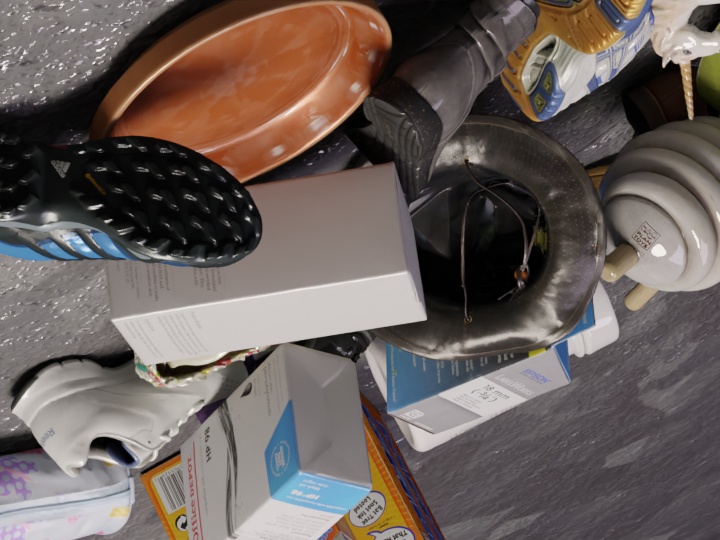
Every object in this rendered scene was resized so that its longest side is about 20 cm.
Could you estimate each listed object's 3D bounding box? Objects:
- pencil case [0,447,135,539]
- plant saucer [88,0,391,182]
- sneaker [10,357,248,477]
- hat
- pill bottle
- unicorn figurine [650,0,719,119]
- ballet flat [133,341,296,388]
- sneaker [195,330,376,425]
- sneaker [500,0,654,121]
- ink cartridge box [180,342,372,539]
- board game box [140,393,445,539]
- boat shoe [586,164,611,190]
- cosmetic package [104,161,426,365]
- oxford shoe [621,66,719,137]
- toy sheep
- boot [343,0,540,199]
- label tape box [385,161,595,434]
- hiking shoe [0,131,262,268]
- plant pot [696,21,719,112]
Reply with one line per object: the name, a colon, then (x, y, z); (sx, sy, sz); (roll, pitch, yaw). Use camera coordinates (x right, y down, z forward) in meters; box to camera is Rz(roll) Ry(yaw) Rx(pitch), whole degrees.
pencil case: (-0.273, 0.180, 1.703); (0.200, 0.083, 0.091); (-7, 173, -45)
plant saucer: (-0.076, -0.113, 1.354); (0.200, 0.032, 0.200); (-25, 158, -11)
sneaker: (-0.166, 0.108, 1.668); (0.200, 0.087, 0.075); (-14, 153, -36)
hat: (0.082, -0.032, 1.593); (0.201, 0.201, 0.081); (-36, -173, 19)
pill bottle: (0.112, 0.062, 1.870); (0.200, 0.114, 0.114); (-26, 159, -7)
unicorn figurine: (0.243, -0.205, 1.503); (0.137, 0.074, 0.200); (-25, 146, 18)
ballet flat: (-0.076, 0.035, 1.620); (0.200, 0.076, 0.064); (-30, -168, 1)
sneaker: (-0.037, 0.083, 1.767); (0.200, 0.088, 0.076); (-29, 159, 0)
sneaker: (0.161, -0.177, 1.464); (0.088, 0.075, 0.200); (-27, 169, -25)
ink cartridge box: (-0.077, 0.159, 1.660); (0.067, 0.116, 0.200); (15, 138, -30)
board game box: (-0.043, 0.240, 1.961); (0.200, 0.200, 0.200); (-29, 159, 3)
boat shoe: (0.152, -0.015, 1.799); (0.200, 0.071, 0.069); (-33, 162, -2)
cosmetic package: (-0.063, -0.002, 1.467); (0.200, 0.085, 0.108); (-10, 159, 3)
oxford shoe: (0.258, -0.100, 1.748); (0.071, 0.071, 0.200); (-32, 158, -3)
toy sheep: (0.235, -0.043, 1.623); (0.200, 0.138, 0.138); (-45, 173, -39)
boot: (0.061, -0.122, 1.448); (0.132, 0.070, 0.200); (-47, -178, -10)
label tape box: (0.111, 0.025, 1.670); (0.200, 0.144, 0.063); (-24, 143, 35)
hiking shoe: (-0.158, -0.039, 1.310); (0.200, 0.075, 0.087); (11, 163, -6)
plant pot: (0.383, -0.128, 1.607); (0.187, 0.200, 0.187); (-33, 154, -18)
